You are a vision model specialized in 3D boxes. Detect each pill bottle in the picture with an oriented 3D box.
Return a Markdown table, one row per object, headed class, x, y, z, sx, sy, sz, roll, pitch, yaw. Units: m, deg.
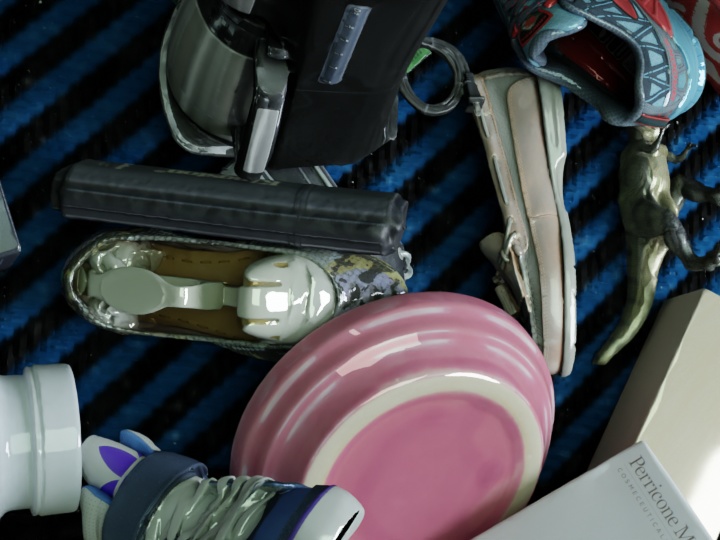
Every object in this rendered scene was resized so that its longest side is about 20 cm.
| class | x | y | z | sx | sy | sz | roll | pitch | yaw |
| --- | --- | --- | --- | --- | --- | --- | --- | --- | --- |
| pill bottle | -0.251 | 0.096 | 0.747 | 0.199 | 0.112 | 0.113 | -2 | 86 | -19 |

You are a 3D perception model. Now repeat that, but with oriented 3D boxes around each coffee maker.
| class | x | y | z | sx | sy | sz | roll | pitch | yaw |
| --- | --- | --- | --- | --- | --- | --- | --- | --- | --- |
| coffee maker | -0.008 | -0.154 | 0.771 | 0.191 | 0.200 | 0.135 | -20 | 75 | -21 |

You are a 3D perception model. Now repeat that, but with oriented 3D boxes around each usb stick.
| class | x | y | z | sx | sy | sz | roll | pitch | yaw |
| --- | --- | --- | --- | --- | --- | --- | --- | --- | --- |
| usb stick | -0.072 | -0.037 | 0.800 | 0.199 | 0.055 | 0.033 | 7 | 111 | 8 |

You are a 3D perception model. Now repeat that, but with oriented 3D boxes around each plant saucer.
| class | x | y | z | sx | sy | sz | roll | pitch | yaw |
| --- | --- | --- | --- | --- | --- | --- | --- | --- | --- |
| plant saucer | 0.027 | 0.109 | 0.818 | 0.200 | 0.051 | 0.201 | -11 | 122 | -18 |

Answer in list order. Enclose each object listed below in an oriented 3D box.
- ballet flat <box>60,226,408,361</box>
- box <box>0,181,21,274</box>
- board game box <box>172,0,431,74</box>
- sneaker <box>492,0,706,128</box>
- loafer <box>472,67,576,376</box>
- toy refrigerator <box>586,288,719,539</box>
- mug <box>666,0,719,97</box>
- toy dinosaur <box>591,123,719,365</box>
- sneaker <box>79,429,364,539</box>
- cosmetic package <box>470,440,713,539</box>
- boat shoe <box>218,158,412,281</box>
| class | x | y | z | sx | sy | sz | roll | pitch | yaw |
| --- | --- | --- | --- | --- | --- | --- | --- | --- | --- |
| ballet flat | -0.075 | 0.015 | 0.797 | 0.199 | 0.072 | 0.072 | 6 | 82 | 8 |
| box | -0.297 | -0.073 | 0.752 | 0.181 | 0.104 | 0.201 | -18 | 90 | -18 |
| board game box | -0.058 | -0.177 | 0.884 | 0.105 | 0.023 | 0.200 | -43 | 99 | -18 |
| sneaker | 0.124 | -0.167 | 0.880 | 0.200 | 0.079 | 0.095 | 44 | 40 | 11 |
| loafer | 0.099 | -0.031 | 0.906 | 0.063 | 0.072 | 0.201 | -2 | 79 | -2 |
| toy refrigerator | 0.198 | 0.120 | 0.918 | 0.076 | 0.070 | 0.201 | 28 | 76 | -7 |
| mug | 0.230 | -0.220 | 0.909 | 0.133 | 0.178 | 0.200 | -43 | 94 | -3 |
| toy dinosaur | 0.202 | -0.036 | 0.933 | 0.047 | 0.088 | 0.201 | 11 | 82 | -56 |
| sneaker | -0.091 | 0.132 | 0.753 | 0.146 | 0.200 | 0.081 | 37 | 57 | 3 |
| cosmetic package | 0.106 | 0.194 | 0.811 | 0.200 | 0.074 | 0.102 | -32 | 55 | 1 |
| boat shoe | 0.000 | 0.000 | 0.863 | 0.068 | 0.072 | 0.200 | -39 | 90 | -12 |
